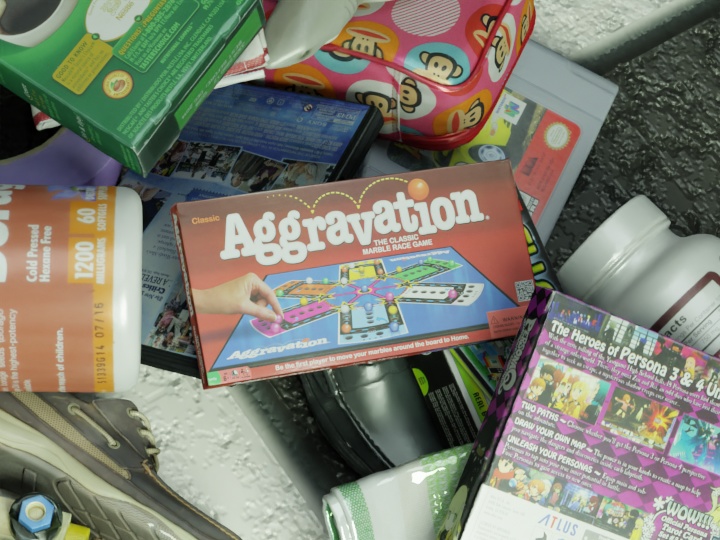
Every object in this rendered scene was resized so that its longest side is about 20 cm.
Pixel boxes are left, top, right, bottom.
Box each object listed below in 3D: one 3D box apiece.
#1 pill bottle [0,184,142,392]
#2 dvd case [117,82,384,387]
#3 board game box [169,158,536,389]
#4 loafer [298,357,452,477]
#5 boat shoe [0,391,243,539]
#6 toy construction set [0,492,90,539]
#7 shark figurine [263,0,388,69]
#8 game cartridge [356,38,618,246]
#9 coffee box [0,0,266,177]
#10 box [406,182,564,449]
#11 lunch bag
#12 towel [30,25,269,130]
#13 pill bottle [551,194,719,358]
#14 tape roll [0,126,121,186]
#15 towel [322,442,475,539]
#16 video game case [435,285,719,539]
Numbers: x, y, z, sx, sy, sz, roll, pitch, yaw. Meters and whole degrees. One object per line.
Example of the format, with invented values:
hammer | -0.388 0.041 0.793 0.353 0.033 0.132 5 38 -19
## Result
pill bottle | -0.217 0.009 1.073 0.199 0.112 0.112 0 62 -6
dvd case | -0.088 -0.029 1.183 0.142 0.018 0.200 12 59 29
board game box | 0.000 0.000 1.123 0.200 0.019 0.103 -9 81 -18
loafer | -0.005 0.046 1.185 0.068 0.070 0.201 -24 71 -26
boat shoe | -0.144 0.104 1.115 0.200 0.075 0.073 32 59 2
toy construction set | -0.209 0.175 1.056 0.200 0.092 0.131 22 59 -16
shark figurine | -0.037 -0.225 1.222 0.128 0.090 0.215 -20 52 -10
game cartridge | 0.074 -0.075 1.295 0.133 0.041 0.200 25 59 4
coffee box | -0.166 -0.155 1.136 0.200 0.044 0.123 32 74 14
box | 0.080 0.046 1.185 0.110 0.035 0.200 -21 86 -40
lunch bag | 0.008 -0.175 1.277 0.200 0.082 0.176 17 56 16
towel | -0.141 -0.187 1.183 0.144 0.023 0.200 -14 66 -2
pill bottle | 0.213 0.052 1.218 0.113 0.113 0.200 -38 77 -29
tape roll | -0.235 -0.100 1.194 0.199 0.085 0.200 6 61 -11
towel | 0.088 0.165 1.118 0.200 0.031 0.150 -15 101 -13
video game case | 0.153 0.127 1.104 0.200 0.036 0.182 21 90 -17
